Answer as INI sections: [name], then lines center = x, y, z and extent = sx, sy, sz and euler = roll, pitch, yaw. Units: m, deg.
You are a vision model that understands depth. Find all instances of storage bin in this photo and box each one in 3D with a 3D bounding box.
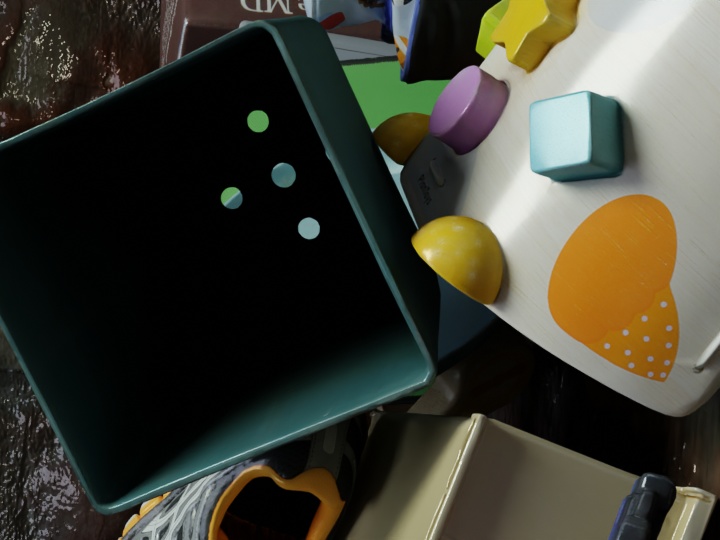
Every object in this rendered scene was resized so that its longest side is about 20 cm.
[storage bin]
center = 0.028, 0.159, 0.651
extent = 0.200, 0.094, 0.199
euler = 163, 130, -78

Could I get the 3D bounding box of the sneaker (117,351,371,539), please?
[sneaker]
center = -0.061, 0.128, 0.720
extent = 0.200, 0.078, 0.077
euler = -61, 15, 25

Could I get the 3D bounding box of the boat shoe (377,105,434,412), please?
[boat shoe]
center = 0.031, 0.003, 0.906
extent = 0.069, 0.074, 0.200
euler = -6, 81, 50

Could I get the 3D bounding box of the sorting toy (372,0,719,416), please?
[sorting toy]
center = 0.095, -0.082, 0.603
extent = 0.180, 0.107, 0.200
euler = -61, 20, 20

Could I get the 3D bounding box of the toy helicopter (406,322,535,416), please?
[toy helicopter]
center = 0.006, 0.100, 0.801
extent = 0.200, 0.132, 0.079
euler = -50, 42, 10

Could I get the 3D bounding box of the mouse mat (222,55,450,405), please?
[mouse mat]
center = -0.002, -0.023, 0.877
extent = 0.008, 0.161, 0.200
euler = 58, -150, -69

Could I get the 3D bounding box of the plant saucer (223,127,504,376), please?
[plant saucer]
center = 0.000, 0.000, 0.811
extent = 0.200, 0.200, 0.027
euler = -100, -12, -51

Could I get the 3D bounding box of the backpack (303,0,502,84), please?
[backpack]
center = 0.042, -0.195, 0.737
extent = 0.191, 0.154, 0.200
euler = -83, 2, -49

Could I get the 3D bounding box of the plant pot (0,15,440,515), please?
[plant pot]
center = -0.049, -0.020, 0.676
extent = 0.141, 0.141, 0.200
euler = 65, -166, -9

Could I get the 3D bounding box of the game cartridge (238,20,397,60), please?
[game cartridge]
center = -0.022, -0.088, 1.036
extent = 0.200, 0.133, 0.042
euler = 114, 159, -65

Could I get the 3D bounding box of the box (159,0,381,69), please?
[box]
center = -0.050, -0.189, 1.127
extent = 0.164, 0.166, 0.200
euler = 112, 158, -57

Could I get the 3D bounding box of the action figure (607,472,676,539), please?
[action figure]
center = 0.095, 0.153, 0.462
extent = 0.194, 0.105, 0.200
euler = 109, -174, -70
